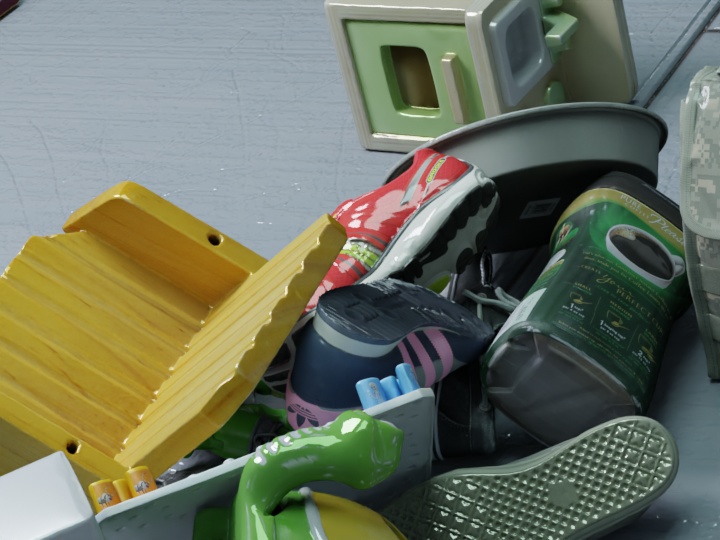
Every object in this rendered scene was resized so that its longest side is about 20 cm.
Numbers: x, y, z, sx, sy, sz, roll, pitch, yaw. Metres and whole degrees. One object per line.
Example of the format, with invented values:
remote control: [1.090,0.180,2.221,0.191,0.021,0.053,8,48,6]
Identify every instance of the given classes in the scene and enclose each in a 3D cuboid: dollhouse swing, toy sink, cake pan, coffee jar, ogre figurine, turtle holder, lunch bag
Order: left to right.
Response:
dollhouse swing: [-0.134,0.023,1.606,0.181,0.176,0.200,31,52,2]
ogre figurine: [-0.090,0.079,1.758,0.119,0.098,0.201,3,43,-11]
turtle holder: [-0.025,0.175,1.483,0.131,0.187,0.141,3,-11,-8]
toy sink: [0.090,-0.164,2.048,0.199,0.131,0.112,7,36,32]
cake pan: [0.114,-0.058,1.831,0.199,0.200,0.037,-13,72,4]
coffee jar: [0.153,0.024,1.720,0.104,0.085,0.200,35,40,-2]
lunch bag: [0.285,-0.031,1.655,0.163,0.201,0.118,6,35,32]

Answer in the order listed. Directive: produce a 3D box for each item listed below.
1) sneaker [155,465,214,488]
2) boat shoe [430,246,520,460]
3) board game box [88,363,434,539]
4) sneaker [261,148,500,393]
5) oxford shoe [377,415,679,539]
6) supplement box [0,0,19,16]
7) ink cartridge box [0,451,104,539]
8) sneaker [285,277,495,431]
sneaker: [-0.176,0.156,1.675,0.199,0.082,0.075,-18,29,-4]
boat shoe: [0.076,0.045,1.757,0.068,0.074,0.200,-1,34,12]
board game box: [-0.055,0.129,1.573,0.199,0.200,0.026,-21,69,-8]
sneaker: [0.000,0.000,1.721,0.200,0.077,0.085,-41,52,-18]
oxford shoe: [0.095,0.143,1.601,0.199,0.076,0.058,-23,-12,4]
supplement box: [-0.428,-0.283,2.520,0.199,0.111,0.086,8,37,36]
ink cartridge box: [-0.184,0.221,1.449,0.144,0.201,0.085,-23,27,-9]
sneaker: [0.012,0.055,1.633,0.070,0.082,0.200,33,16,25]
